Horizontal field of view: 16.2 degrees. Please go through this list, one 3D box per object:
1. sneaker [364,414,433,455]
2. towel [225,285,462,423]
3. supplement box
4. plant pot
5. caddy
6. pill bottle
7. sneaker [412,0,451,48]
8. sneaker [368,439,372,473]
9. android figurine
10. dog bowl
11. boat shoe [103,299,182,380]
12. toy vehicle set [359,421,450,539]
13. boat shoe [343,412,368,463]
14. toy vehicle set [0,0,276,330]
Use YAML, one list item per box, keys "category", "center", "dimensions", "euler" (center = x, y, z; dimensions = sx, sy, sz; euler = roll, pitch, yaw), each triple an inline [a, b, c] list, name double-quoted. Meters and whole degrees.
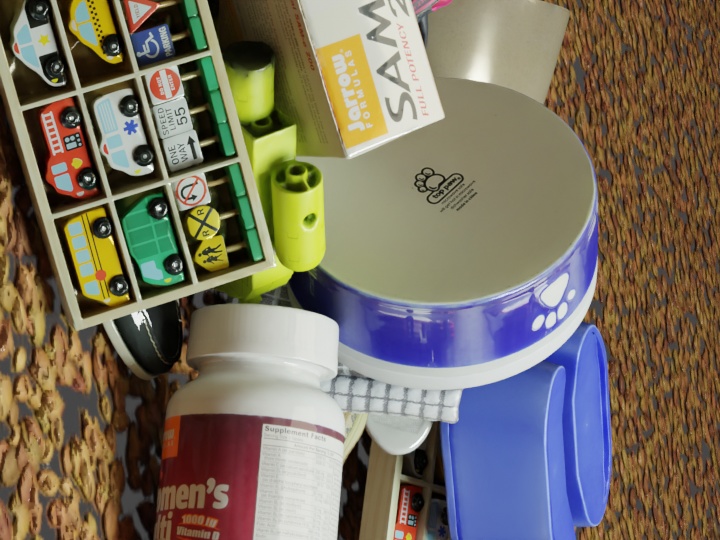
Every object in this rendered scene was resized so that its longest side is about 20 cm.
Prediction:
- category: "sneaker"
  center: [0.015, 0.047, 1.801]
  dimensions: [0.099, 0.070, 0.201]
  euler: [99, -18, -66]
- category: "towel"
  center: [0.000, 0.000, 1.674]
  dimensions: [0.086, 0.165, 0.201]
  euler: [85, 12, -46]
- category: "supplement box"
  center: [-0.041, -0.139, 1.524]
  dimensions: [0.073, 0.200, 0.127]
  euler: [-23, 104, -25]
- category: "plant pot"
  center: [0.052, -0.108, 1.908]
  dimensions: [0.187, 0.186, 0.201]
  euler: [9, 89, -70]
- category: "caddy"
  center: [0.107, 0.119, 1.790]
  dimensions: [0.141, 0.105, 0.201]
  euler: [-46, 137, -55]
- category: "pill bottle"
  center: [-0.066, 0.127, 1.509]
  dimensions: [0.110, 0.109, 0.201]
  euler: [33, 58, -65]
- category: "sneaker"
  center: [0.003, -0.140, 1.796]
  dimensions: [0.081, 0.074, 0.200]
  euler: [-69, -177, -56]
- category: "sneaker"
  center: [0.054, 0.180, 1.933]
  dimensions: [0.200, 0.075, 0.116]
  euler: [52, 39, -37]
- category: "android figurine"
  center: [-0.082, -0.066, 1.531]
  dimensions: [0.182, 0.041, 0.201]
  euler: [43, -34, 39]
- category: "dog bowl"
  center: [0.050, -0.026, 1.588]
  dimensions: [0.079, 0.199, 0.201]
  euler: [87, 10, -48]
- category: "boat shoe"
  center: [-0.126, -0.033, 1.502]
  dimensions: [0.074, 0.066, 0.200]
  euler: [-36, 117, -70]
- category: "toy vehicle set"
  center: [0.051, 0.191, 1.834]
  dimensions: [0.124, 0.026, 0.201]
  euler: [20, 72, -46]
- category: "boat shoe"
  center: [-0.041, 0.100, 1.675]
  dimensions: [0.201, 0.073, 0.063]
  euler: [-82, 156, -43]
- category: "toy vehicle set"
  center: [-0.132, -0.079, 1.430]
  dimensions: [0.027, 0.124, 0.201]
  euler: [-147, -139, -69]
